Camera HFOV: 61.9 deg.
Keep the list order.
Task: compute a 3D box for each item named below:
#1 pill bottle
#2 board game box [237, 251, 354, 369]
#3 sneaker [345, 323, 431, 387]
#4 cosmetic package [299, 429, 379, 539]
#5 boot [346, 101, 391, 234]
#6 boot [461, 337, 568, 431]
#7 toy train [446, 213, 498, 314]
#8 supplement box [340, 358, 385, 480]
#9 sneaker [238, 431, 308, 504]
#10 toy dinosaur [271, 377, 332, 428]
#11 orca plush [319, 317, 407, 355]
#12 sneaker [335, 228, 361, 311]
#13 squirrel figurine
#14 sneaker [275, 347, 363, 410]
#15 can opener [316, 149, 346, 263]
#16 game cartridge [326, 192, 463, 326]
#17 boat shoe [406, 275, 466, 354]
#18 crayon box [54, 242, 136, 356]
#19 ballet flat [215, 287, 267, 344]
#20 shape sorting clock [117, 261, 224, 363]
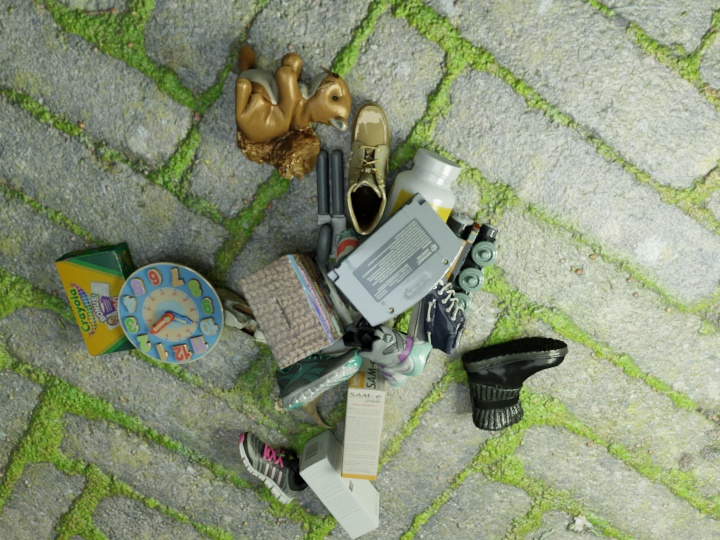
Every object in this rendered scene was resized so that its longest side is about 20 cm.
[{"bbox_3d":[0.096,-0.103,1.042,0.112,0.112,0.201,22,110,-6],"label":"pill bottle"},{"bbox_3d":[-0.103,0.060,1.041,0.096,0.200,0.160,-27,88,11],"label":"board game box"},{"bbox_3d":[0.034,0.136,1.054,0.139,0.200,0.078,27,65,-1],"label":"sneaker"},{"bbox_3d":[-0.040,0.446,1.253,0.074,0.102,0.200,-32,107,14],"label":"cosmetic package"},{"bbox_3d":[0.012,-0.172,0.996,0.072,0.156,0.201,7,110,-1],"label":"boot"},{"bbox_3d":[0.308,0.221,1.169,0.210,0.079,0.159,-13,103,18],"label":"boot"},{"bbox_3d":[0.171,-0.005,1.096,0.113,0.085,0.201,25,109,3],"label":"toy train"},{"bbox_3d":[0.007,0.289,1.180,0.073,0.126,0.201,5,111,1],"label":"supplement box"},{"bbox_3d":[-0.175,0.401,1.256,0.087,0.074,0.200,-30,111,12],"label":"sneaker"},{"bbox_3d":[-0.120,0.257,1.209,0.101,0.058,0.201,-12,109,5],"label":"toy dinosaur"},{"bbox_3d":[0.017,0.116,1.146,0.199,0.105,0.072,-12,72,26],"label":"orca plush"},{"bbox_3d":[0.000,0.000,1.087,0.070,0.094,0.200,-12,150,7],"label":"sneaker"},{"bbox_3d":[-0.112,-0.256,1.000,0.185,0.142,0.201,2,125,-10],"label":"squirrel figurine"},{"bbox_3d":[-0.086,0.184,1.123,0.200,0.077,0.092,-33,72,22],"label":"sneaker"},{"bbox_3d":[-0.052,-0.113,1.072,0.052,0.067,0.201,1,105,3],"label":"can opener"},{"bbox_3d":[0.061,-0.011,0.971,0.200,0.042,0.133,-41,101,-1],"label":"game cartridge"},{"bbox_3d":[0.144,0.047,1.031,0.092,0.075,0.201,22,118,30],"label":"boat shoe"},{"bbox_3d":[-0.482,0.056,1.145,0.118,0.058,0.201,-10,110,5],"label":"crayon box"},{"bbox_3d":[-0.209,0.099,1.150,0.199,0.071,0.071,29,108,-9],"label":"ballet flat"},{"bbox_3d":[-0.348,0.081,1.101,0.199,0.039,0.201,1,112,2],"label":"shape sorting clock"}]
